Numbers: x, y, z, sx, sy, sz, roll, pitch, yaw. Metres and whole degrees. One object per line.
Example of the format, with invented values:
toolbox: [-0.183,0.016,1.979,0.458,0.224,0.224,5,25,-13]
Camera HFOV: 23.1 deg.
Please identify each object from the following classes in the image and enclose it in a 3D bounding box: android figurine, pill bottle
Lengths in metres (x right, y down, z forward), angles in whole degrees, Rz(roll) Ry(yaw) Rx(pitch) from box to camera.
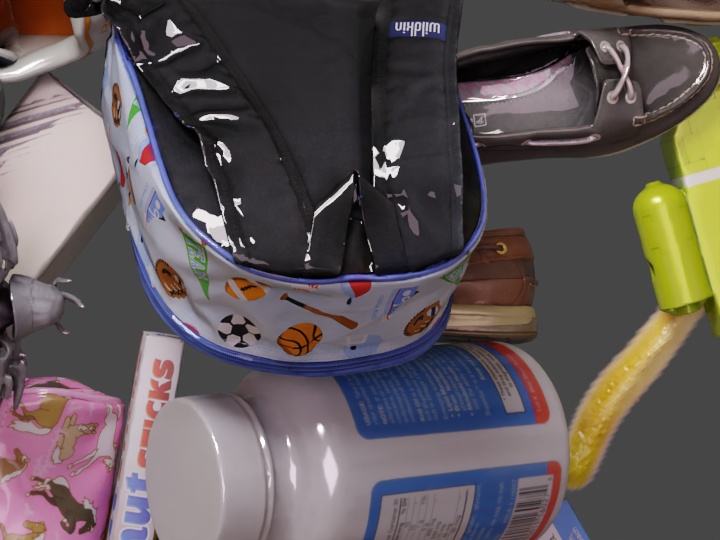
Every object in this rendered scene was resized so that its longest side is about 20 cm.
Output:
android figurine: [0.242,-0.039,0.988,0.180,0.041,0.202,-14,92,-4]
pill bottle: [-0.002,0.096,0.889,0.198,0.112,0.114,-2,89,-33]

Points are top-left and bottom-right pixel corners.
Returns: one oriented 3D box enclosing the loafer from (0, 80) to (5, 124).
loafer: [-0.251,-0.059,0.885,0.199,0.070,0.075,-32,99,39]

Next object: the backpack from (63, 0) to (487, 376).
backpack: [-0.033,-0.040,0.836,0.198,0.155,0.191,-5,45,-14]

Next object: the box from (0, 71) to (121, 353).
box: [-0.199,-0.004,0.936,0.068,0.082,0.201,37,85,-2]

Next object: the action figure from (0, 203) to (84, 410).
action figure: [-0.229,0.006,0.846,0.198,0.069,0.131,5,112,5]

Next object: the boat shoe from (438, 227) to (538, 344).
boat shoe: [0.000,0.000,0.958,0.198,0.072,0.068,5,84,-10]

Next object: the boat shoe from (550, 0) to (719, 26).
boat shoe: [0.129,-0.174,0.943,0.198,0.064,0.072,7,101,-20]

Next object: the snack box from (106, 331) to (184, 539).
snack box: [-0.122,0.134,0.942,0.024,0.072,0.202,10,88,-9]

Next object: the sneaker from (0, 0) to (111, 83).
sneaker: [-0.209,-0.137,0.904,0.198,0.079,0.079,-5,112,21]

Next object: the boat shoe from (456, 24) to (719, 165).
boat shoe: [0.099,-0.094,0.954,0.198,0.057,0.068,-11,81,5]

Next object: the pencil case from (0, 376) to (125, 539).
pencil case: [-0.182,0.156,0.933,0.086,0.083,0.202,10,89,-4]

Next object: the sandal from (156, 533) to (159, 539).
sandal: [-0.048,0.200,0.911,0.075,0.048,0.202,-19,93,-20]

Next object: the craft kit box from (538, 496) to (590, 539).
craft kit box: [0.077,0.259,0.970,0.196,0.049,0.201,-30,91,-7]
